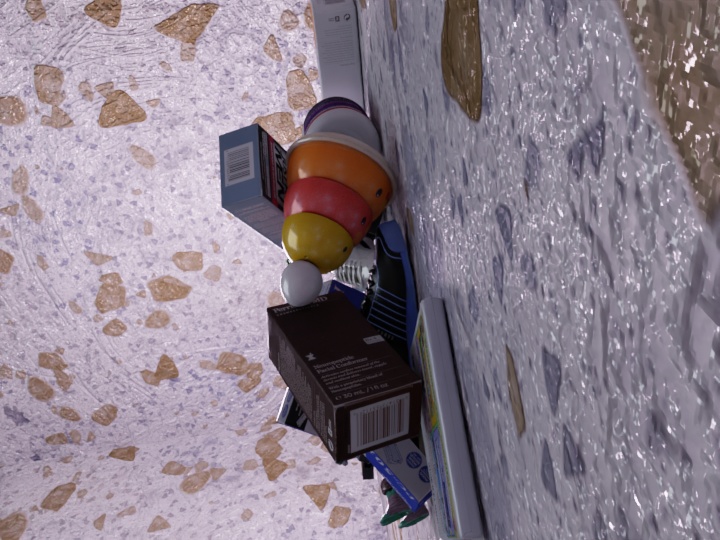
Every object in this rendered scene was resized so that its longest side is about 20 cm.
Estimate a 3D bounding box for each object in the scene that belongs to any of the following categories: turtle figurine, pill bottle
[{"bbox_3d":[0.031,0.270,1.052,0.101,0.148,0.202,-46,50,30],"label":"turtle figurine"},{"bbox_3d":[-0.033,-0.199,1.081,0.200,0.110,0.114,-103,6,-68],"label":"pill bottle"}]

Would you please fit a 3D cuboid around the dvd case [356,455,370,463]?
[{"bbox_3d":[0.018,0.151,1.007,0.152,0.024,0.200,-64,18,14],"label":"dvd case"}]

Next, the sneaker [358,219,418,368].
[{"bbox_3d":[0.027,0.044,0.852,0.070,0.077,0.204,162,100,-88],"label":"sneaker"}]

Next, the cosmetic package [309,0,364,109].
[{"bbox_3d":[-0.039,-0.354,1.202,0.102,0.070,0.202,-101,4,-52],"label":"cosmetic package"}]

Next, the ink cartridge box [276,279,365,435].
[{"bbox_3d":[-0.036,0.125,0.979,0.044,0.093,0.203,-17,53,66],"label":"ink cartridge box"}]

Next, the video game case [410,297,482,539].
[{"bbox_3d":[0.077,0.149,0.682,0.182,0.022,0.203,88,174,-70],"label":"video game case"}]

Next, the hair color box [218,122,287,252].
[{"bbox_3d":[-0.107,-0.096,0.935,0.200,0.060,0.101,39,-139,-62],"label":"hair color box"}]

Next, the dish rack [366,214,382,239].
[{"bbox_3d":[-0.042,-0.129,1.147,0.055,0.151,0.201,-63,16,18],"label":"dish rack"}]

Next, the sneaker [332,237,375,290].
[{"bbox_3d":[0.000,0.000,1.063,0.200,0.079,0.078,-152,58,-68],"label":"sneaker"}]

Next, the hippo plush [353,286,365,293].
[{"bbox_3d":[-0.026,0.067,1.176,0.160,0.158,0.203,91,171,-75],"label":"hippo plush"}]

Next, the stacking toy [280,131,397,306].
[{"bbox_3d":[-0.046,-0.046,0.844,0.147,0.144,0.202,87,-161,-62],"label":"stacking toy"}]

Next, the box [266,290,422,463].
[{"bbox_3d":[-0.023,0.104,0.767,0.200,0.099,0.076,42,138,54],"label":"box"}]

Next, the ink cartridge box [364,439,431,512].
[{"bbox_3d":[0.014,0.194,0.863,0.200,0.044,0.094,46,163,18],"label":"ink cartridge box"}]

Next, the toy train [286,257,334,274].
[{"bbox_3d":[-0.055,-0.020,1.198,0.056,0.042,0.199,47,-155,12],"label":"toy train"}]

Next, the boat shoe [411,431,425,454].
[{"bbox_3d":[0.052,0.223,0.982,0.201,0.066,0.073,-104,9,-58],"label":"boat shoe"}]

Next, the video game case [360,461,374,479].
[{"bbox_3d":[0.007,0.239,1.278,0.182,0.025,0.202,89,177,-50],"label":"video game case"}]
